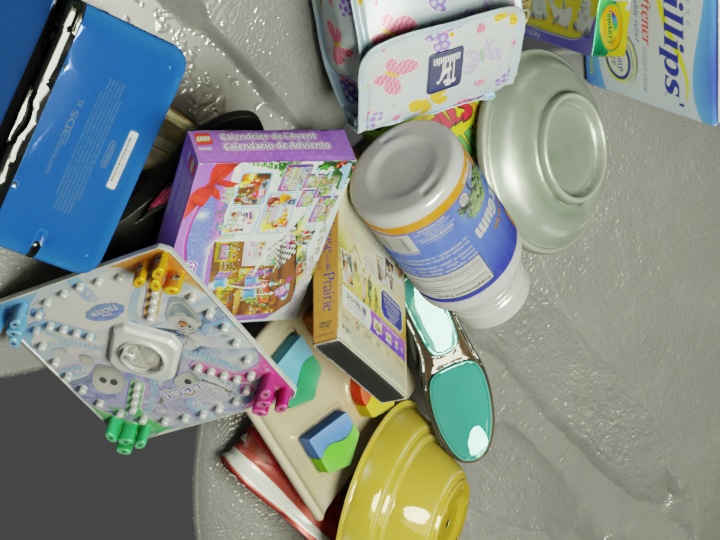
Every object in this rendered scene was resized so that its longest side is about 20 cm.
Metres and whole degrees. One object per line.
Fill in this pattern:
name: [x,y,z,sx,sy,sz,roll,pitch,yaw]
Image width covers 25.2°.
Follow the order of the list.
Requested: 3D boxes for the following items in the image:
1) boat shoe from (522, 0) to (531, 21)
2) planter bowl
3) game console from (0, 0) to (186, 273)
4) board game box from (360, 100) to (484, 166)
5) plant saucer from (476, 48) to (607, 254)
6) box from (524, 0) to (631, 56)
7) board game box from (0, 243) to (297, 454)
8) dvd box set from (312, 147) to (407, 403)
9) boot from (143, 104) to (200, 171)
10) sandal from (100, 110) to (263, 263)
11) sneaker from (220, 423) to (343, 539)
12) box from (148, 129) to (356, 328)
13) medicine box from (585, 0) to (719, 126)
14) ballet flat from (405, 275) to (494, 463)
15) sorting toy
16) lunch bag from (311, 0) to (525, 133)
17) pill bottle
boat shoe: [0.137,-0.284,1.508,0.073,0.063,0.203,8,103,-33]
planter bowl: [0.053,0.236,1.574,0.201,0.083,0.202,-50,149,-46]
game console: [-0.264,-0.125,1.287,0.170,0.118,0.202,22,96,-38]
board game box: [0.094,-0.104,1.557,0.102,0.048,0.200,-48,125,-8]
plant saucer: [0.191,-0.117,1.565,0.199,0.050,0.203,4,85,-46]
box: [0.210,-0.310,1.511,0.048,0.117,0.202,-4,109,-31]
board game box: [-0.187,0.075,1.376,0.200,0.198,0.026,51,36,-34]
dvd box set: [0.000,0.000,1.450,0.146,0.029,0.202,43,40,-55]
boot: [-0.211,-0.081,1.362,0.199,0.072,0.156,31,91,-33]
sandal: [-0.151,-0.052,1.343,0.200,0.045,0.075,-42,139,-1]
sneaker: [-0.034,0.200,1.572,0.116,0.078,0.200,-50,126,-5]
box: [-0.096,-0.033,1.336,0.135,0.039,0.201,-3,140,-25]
medicine box: [0.309,-0.257,1.541,0.102,0.200,0.184,-18,116,-25]
ballet flat: [0.083,0.087,1.578,0.067,0.068,0.202,-16,92,-4]
sorting toy: [-0.027,0.103,1.513,0.201,0.036,0.186,-54,127,-35]
lunch bag: [0.052,-0.236,1.417,0.168,0.127,0.202,-15,108,-18]
pill bottle: [0.081,-0.034,1.468,0.112,0.112,0.200,-48,135,-8]
